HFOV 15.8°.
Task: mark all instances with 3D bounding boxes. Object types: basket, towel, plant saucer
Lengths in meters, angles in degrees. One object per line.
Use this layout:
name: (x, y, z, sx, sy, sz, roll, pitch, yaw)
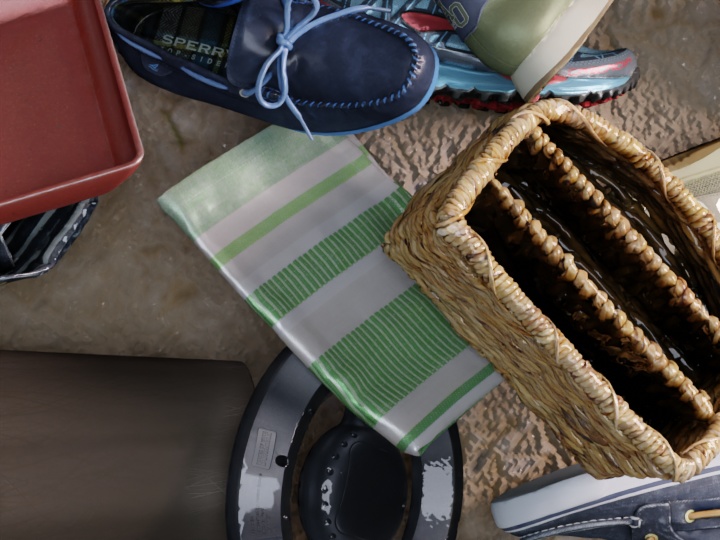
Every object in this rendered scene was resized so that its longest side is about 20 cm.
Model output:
basket: (0.134, 0.003, 1.391, 0.143, 0.149, 0.200, -43, 94, -11)
towel: (0.000, 0.000, 1.454, 0.200, 0.023, 0.153, 48, 45, 5)
plant saucer: (-0.228, -0.084, 1.443, 0.199, 0.200, 0.037, -17, 134, -3)
basket: (-0.163, 0.109, 1.455, 0.200, 0.180, 0.136, -1, 103, -13)

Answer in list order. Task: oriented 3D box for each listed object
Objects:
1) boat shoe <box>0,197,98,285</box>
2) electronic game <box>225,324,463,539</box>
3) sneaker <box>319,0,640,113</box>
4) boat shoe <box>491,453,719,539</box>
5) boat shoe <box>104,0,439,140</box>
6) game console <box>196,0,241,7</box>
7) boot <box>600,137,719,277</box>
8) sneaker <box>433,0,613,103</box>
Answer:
boat shoe: (-0.240, -0.006, 1.437, 0.200, 0.091, 0.071, -45, 135, -23)
electronic game: (-0.006, 0.125, 1.465, 0.042, 0.200, 0.200, 3, 94, 39)
sneaker: (0.065, -0.142, 1.493, 0.200, 0.079, 0.096, 6, 91, -5)
boat shoe: (0.182, 0.149, 1.511, 0.200, 0.071, 0.091, -13, 90, -5)
boat shoe: (-0.057, -0.117, 1.445, 0.200, 0.069, 0.084, 3, 74, 25)
game console: (-0.035, -0.258, 1.457, 0.200, 0.171, 0.118, -24, 121, -7)
boot: (0.189, 0.014, 1.510, 0.200, 0.072, 0.155, -23, 90, -7)
sneaker: (0.114, -0.189, 1.465, 0.090, 0.067, 0.200, 38, 58, -1)
